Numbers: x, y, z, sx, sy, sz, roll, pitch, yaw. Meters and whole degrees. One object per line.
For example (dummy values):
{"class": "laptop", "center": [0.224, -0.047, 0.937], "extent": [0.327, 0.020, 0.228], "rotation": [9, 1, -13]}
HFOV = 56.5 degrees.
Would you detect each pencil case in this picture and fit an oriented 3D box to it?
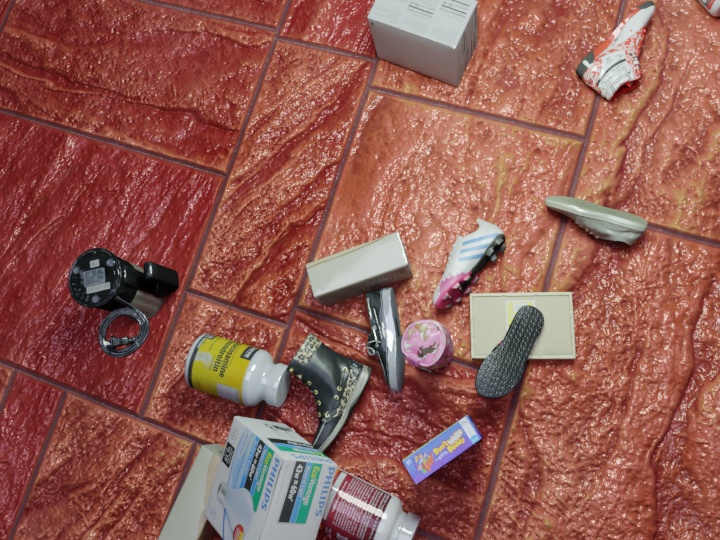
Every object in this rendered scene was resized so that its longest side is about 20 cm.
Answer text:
{"class": "pencil case", "center": [0.126, 0.139, 1.234], "extent": [0.081, 0.200, 0.089], "rotation": [-9, 78, 10]}

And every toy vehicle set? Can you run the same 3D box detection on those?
{"class": "toy vehicle set", "center": [0.310, 0.107, 1.294], "extent": [0.195, 0.027, 0.128], "rotation": [-1, 78, 11]}

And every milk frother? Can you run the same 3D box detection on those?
{"class": "milk frother", "center": [-0.476, 0.078, 1.372], "extent": [0.176, 0.188, 0.205], "rotation": [5, 79, 13]}

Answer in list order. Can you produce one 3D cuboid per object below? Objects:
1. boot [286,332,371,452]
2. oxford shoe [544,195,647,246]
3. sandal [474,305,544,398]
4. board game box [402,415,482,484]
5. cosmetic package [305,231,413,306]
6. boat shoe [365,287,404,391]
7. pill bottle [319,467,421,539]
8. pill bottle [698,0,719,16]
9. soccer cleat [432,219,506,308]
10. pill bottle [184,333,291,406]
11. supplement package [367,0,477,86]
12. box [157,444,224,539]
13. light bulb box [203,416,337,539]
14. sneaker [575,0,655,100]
{"class": "boot", "center": [-0.087, 0.241, 1.302], "extent": [0.152, 0.074, 0.206], "rotation": [33, 78, -1]}
{"class": "oxford shoe", "center": [0.449, -0.096, 1.295], "extent": [0.196, 0.075, 0.059], "rotation": [21, 118, 16]}
{"class": "sandal", "center": [0.282, 0.158, 1.258], "extent": [0.074, 0.045, 0.201], "rotation": [33, 72, 10]}
{"class": "board game box", "center": [0.151, 0.316, 1.191], "extent": [0.133, 0.200, 0.045], "rotation": [-35, 73, 1]}
{"class": "cosmetic package", "center": [0.000, 0.000, 1.340], "extent": [0.196, 0.104, 0.075], "rotation": [-20, 74, 5]}
{"class": "boat shoe", "center": [0.043, 0.137, 1.317], "extent": [0.067, 0.073, 0.205], "rotation": [-10, 83, 17]}
{"class": "pill bottle", "center": [0.006, 0.452, 1.235], "extent": [0.196, 0.113, 0.115], "rotation": [22, 82, 15]}
{"class": "pill bottle", "center": [0.687, -0.619, 1.331], "extent": [0.115, 0.116, 0.202], "rotation": [-33, 74, 2]}
{"class": "soccer cleat", "center": [0.202, -0.014, 1.329], "extent": [0.200, 0.070, 0.086], "rotation": [-46, 58, -3]}
{"class": "pill bottle", "center": [-0.242, 0.204, 1.338], "extent": [0.195, 0.112, 0.115], "rotation": [14, 81, 13]}
{"class": "supplement package", "center": [0.133, -0.497, 1.393], "extent": [0.197, 0.156, 0.113], "rotation": [25, 82, 15]}
{"class": "box", "center": [-0.307, 0.451, 1.308], "extent": [0.076, 0.095, 0.204], "rotation": [23, 85, 15]}
{"class": "light bulb box", "center": [-0.165, 0.398, 1.206], "extent": [0.198, 0.123, 0.203], "rotation": [16, 89, 53]}
{"class": "sneaker", "center": [0.541, -0.435, 1.347], "extent": [0.201, 0.067, 0.108], "rotation": [-43, 74, 3]}
